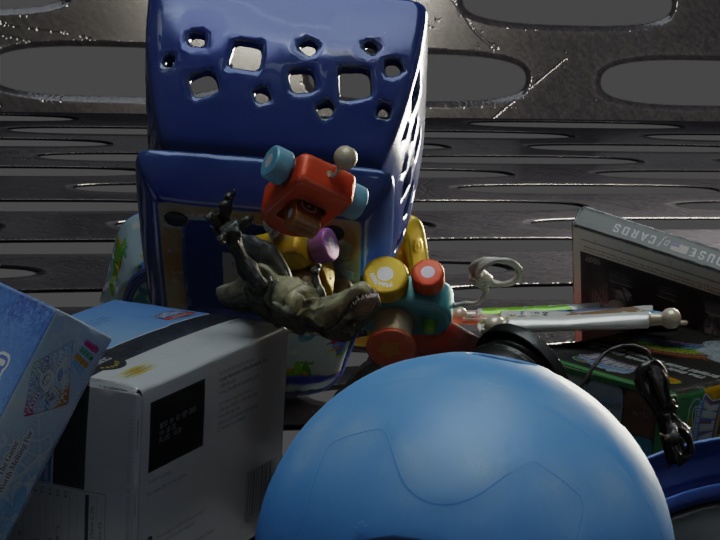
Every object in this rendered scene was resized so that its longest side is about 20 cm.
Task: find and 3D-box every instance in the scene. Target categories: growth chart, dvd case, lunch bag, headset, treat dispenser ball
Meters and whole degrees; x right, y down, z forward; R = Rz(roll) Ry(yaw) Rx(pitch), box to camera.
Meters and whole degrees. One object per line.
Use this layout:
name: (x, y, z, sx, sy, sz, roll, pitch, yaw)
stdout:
growth chart: (0.140, 0.033, 1.514, 0.143, 0.018, 0.200, -3, 1, -3)
dvd case: (0.225, 0.046, 1.622, 0.149, 0.201, 0.025, 18, 54, 20)
lunch bag: (-0.096, 0.030, 1.715, 0.198, 0.161, 0.083, 1, 49, -20)
headset: (0.086, 0.092, 1.277, 0.199, 0.094, 0.124, -18, 19, 26)
treat dispenser ball: (0.049, 0.139, 1.057, 0.199, 0.203, 0.201, 3, 11, -1)

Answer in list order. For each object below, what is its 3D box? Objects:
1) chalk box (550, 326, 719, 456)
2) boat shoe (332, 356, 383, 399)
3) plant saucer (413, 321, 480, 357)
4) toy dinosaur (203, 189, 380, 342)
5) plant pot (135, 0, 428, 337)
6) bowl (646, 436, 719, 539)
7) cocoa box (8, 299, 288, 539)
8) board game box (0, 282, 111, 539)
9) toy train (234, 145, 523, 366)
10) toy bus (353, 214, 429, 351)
chalk box: (0.176, 0.116, 1.425, 0.124, 0.125, 0.199, 14, 17, 42)
boat shoe: (0.041, 0.114, 1.576, 0.064, 0.072, 0.200, -36, 23, -10)
plant saucer: (0.104, 0.081, 1.620, 0.199, 0.037, 0.200, 31, 0, -25)
toy dinosaur: (-0.062, 0.001, 1.385, 0.047, 0.088, 0.200, -38, 21, -20)
plant pot: (-0.058, -0.067, 1.560, 0.198, 0.201, 0.181, 5, 54, 1)
bowl: (0.197, 0.164, 1.195, 0.199, 0.040, 0.201, -13, 32, 8)
cocoa box: (-0.145, 0.104, 1.359, 0.130, 0.135, 0.200, 8, 12, 22)
board game box: (-0.240, 0.096, 1.220, 0.043, 0.200, 0.199, 32, -8, -35)
toy train: (0.000, 0.000, 1.436, 0.199, 0.056, 0.150, 27, -37, -26)
toy bus: (-0.066, 0.014, 1.896, 0.199, 0.137, 0.192, 13, 28, 31)
